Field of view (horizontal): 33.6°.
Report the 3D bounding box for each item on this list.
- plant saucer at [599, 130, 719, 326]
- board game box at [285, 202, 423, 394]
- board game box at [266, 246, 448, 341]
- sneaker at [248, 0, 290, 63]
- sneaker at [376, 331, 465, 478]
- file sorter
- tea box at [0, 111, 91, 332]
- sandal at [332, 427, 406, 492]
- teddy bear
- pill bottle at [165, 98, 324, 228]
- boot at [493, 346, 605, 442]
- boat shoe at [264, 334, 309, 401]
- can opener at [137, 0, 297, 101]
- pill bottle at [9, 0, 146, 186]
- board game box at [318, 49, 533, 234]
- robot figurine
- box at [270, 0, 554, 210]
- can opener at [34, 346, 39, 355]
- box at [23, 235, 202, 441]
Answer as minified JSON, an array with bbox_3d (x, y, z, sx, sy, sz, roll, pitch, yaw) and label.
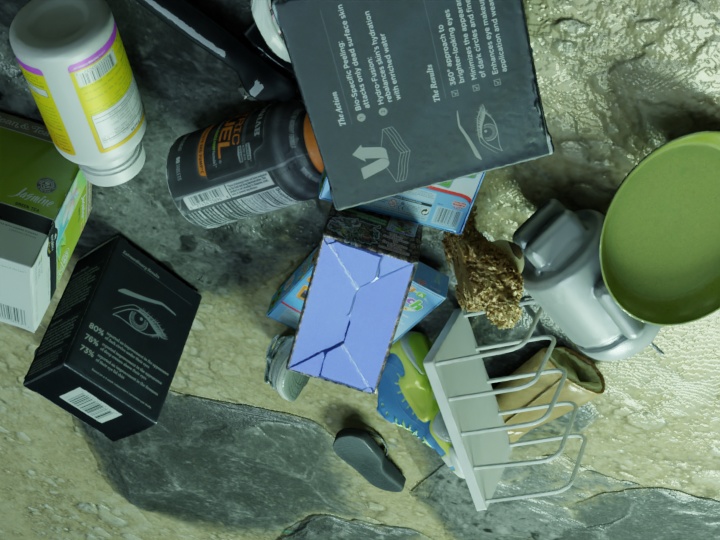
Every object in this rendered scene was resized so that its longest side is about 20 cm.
[{"bbox_3d":[0.317,-0.043,1.169,0.197,0.031,0.203,-7,116,-16],"label":"plant saucer"},{"bbox_3d":[0.000,0.000,1.238,0.096,0.201,0.161,16,119,-1],"label":"board game box"},{"bbox_3d":[-0.006,0.033,1.448,0.150,0.037,0.200,27,143,-15],"label":"board game box"},{"bbox_3d":[-0.060,-0.268,1.058,0.085,0.081,0.201,-11,143,16],"label":"sneaker"},{"bbox_3d":[0.082,0.183,1.510,0.075,0.202,0.105,-2,150,-43],"label":"sneaker"},{"bbox_3d":[0.178,0.155,1.409,0.123,0.139,0.202,-12,109,27],"label":"file sorter"},{"bbox_3d":[-0.427,-0.067,1.347,0.197,0.198,0.134,17,143,-1],"label":"tea box"},{"bbox_3d":[0.014,0.274,1.775,0.075,0.043,0.201,7,153,23],"label":"sandal"},{"bbox_3d":[0.132,-0.004,1.265,0.066,0.147,0.200,-18,165,-3],"label":"teddy bear"},{"bbox_3d":[-0.098,-0.115,1.243,0.198,0.107,0.106,-14,135,32],"label":"pill bottle"},{"bbox_3d":[0.185,0.148,1.528,0.174,0.067,0.200,25,140,-19],"label":"boot"},{"bbox_3d":[-0.095,0.116,1.513,0.064,0.075,0.202,22,-175,4],"label":"boat shoe"},{"bbox_3d":[-0.141,-0.230,1.162,0.198,0.079,0.063,29,-179,-13],"label":"can opener"},{"bbox_3d":[-0.281,-0.181,1.225,0.103,0.105,0.201,6,143,12],"label":"pill bottle"},{"bbox_3d":[0.058,-0.143,1.131,0.149,0.037,0.202,14,121,-11],"label":"board game box"},{"bbox_3d":[0.247,0.016,1.265,0.113,0.170,0.200,-42,111,8],"label":"robot figurine"},{"bbox_3d":[0.044,-0.183,1.013,0.197,0.118,0.198,-14,123,5],"label":"box"},{"bbox_3d":[-0.374,0.141,1.704,0.197,0.068,0.053,-1,-176,22],"label":"can opener"},{"bbox_3d":[-0.308,0.086,1.502,0.148,0.202,0.104,39,138,-28],"label":"box"}]
